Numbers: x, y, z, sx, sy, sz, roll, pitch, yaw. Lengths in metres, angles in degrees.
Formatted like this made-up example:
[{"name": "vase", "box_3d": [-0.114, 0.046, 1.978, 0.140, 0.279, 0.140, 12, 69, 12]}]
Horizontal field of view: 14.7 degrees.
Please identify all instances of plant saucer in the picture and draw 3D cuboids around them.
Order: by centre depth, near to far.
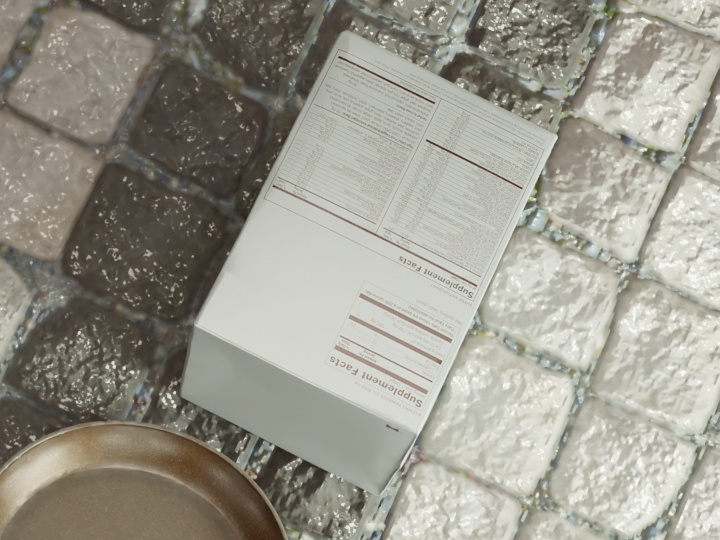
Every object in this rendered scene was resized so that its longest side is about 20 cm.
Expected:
[{"name": "plant saucer", "box_3d": [-0.139, 0.183, 1.673, 0.199, 0.032, 0.201, 8, 56, -11]}]

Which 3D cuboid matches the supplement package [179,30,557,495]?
[{"name": "supplement package", "box_3d": [0.000, 0.000, 1.682, 0.146, 0.191, 0.201, 26, 73, 1]}]
